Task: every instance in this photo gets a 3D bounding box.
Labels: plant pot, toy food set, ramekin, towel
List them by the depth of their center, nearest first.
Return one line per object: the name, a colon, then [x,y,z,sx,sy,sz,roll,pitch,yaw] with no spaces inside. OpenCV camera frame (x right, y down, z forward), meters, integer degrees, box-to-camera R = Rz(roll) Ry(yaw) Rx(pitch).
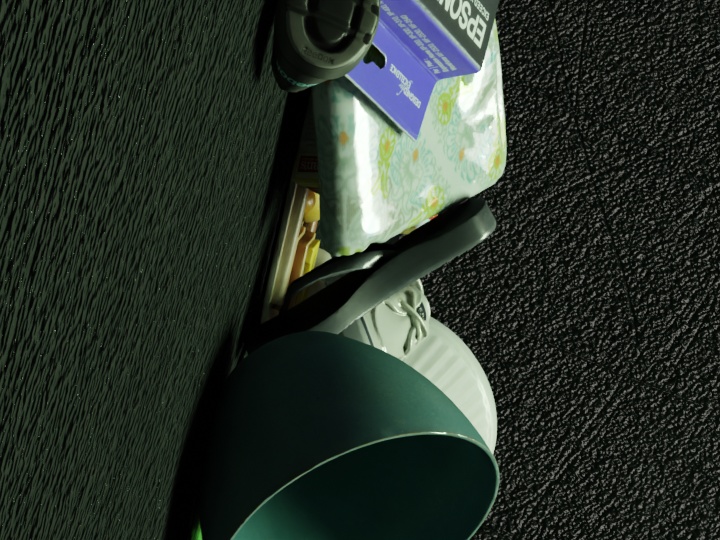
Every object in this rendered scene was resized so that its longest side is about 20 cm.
plant pot: [-0.025,0.120,1.669,0.201,0.199,0.135,101,-31,-49]
towel: [0.034,-0.118,1.747,0.200,0.048,0.173,-26,116,-51]
toy food set: [-0.023,-0.036,1.897,0.144,0.060,0.202,-60,163,-80]
ramekin: [0.009,0.136,2.135,0.094,0.201,0.204,-40,145,-66]

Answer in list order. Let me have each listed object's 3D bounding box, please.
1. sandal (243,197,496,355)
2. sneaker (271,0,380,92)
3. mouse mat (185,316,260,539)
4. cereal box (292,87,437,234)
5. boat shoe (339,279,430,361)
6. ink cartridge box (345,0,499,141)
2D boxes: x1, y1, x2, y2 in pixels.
sandal: [0.000,0.000,1.783,0.043,0.199,0.076,59,-6,-14]
sneaker: [-0.011,-0.194,1.477,0.079,0.075,0.201,133,-20,-67]
mouse mat: [-0.102,0.148,1.799,0.201,0.007,0.162,-71,174,-53]
cereal box: [0.023,-0.138,1.804,0.144,0.039,0.202,26,75,-54]
boat shoe: [0.021,0.038,1.885,0.200,0.065,0.073,-60,134,-82]
ink cartridge box: [0.037,-0.209,1.646,0.198,0.043,0.202,37,65,-58]
